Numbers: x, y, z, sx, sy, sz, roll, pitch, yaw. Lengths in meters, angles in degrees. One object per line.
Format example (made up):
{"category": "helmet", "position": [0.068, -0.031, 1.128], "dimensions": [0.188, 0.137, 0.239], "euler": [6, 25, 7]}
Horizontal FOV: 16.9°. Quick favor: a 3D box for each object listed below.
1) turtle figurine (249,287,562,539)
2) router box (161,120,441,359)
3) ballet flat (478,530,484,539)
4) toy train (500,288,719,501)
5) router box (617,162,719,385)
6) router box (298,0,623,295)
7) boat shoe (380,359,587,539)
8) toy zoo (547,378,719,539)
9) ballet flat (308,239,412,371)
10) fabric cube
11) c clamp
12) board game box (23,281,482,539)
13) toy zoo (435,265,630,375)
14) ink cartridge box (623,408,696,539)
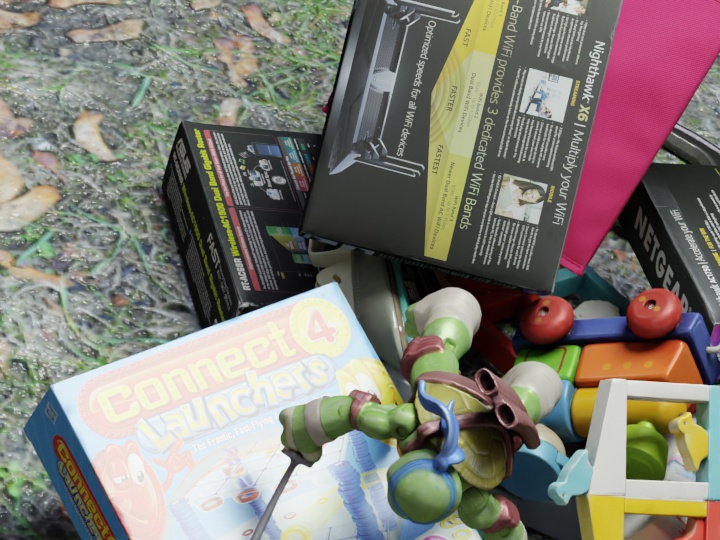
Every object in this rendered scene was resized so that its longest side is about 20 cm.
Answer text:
{"category": "turtle figurine", "position": [0.028, 0.110, 1.326], "dimensions": [0.143, 0.201, 0.194], "euler": [14, 30, 13]}
{"category": "router box", "position": [-0.039, -0.013, 1.624], "dimensions": [0.149, 0.062, 0.200], "euler": [5, 38, -22]}
{"category": "ballet flat", "position": [-0.012, 0.125, 1.465], "dimensions": [0.199, 0.068, 0.075], "euler": [18, 13, -13]}
{"category": "toy train", "position": [0.178, 0.078, 1.435], "dimensions": [0.199, 0.085, 0.116], "euler": [-4, 43, 28]}
{"category": "router box", "position": [0.268, 0.000, 1.605], "dimensions": [0.148, 0.051, 0.200], "euler": [2, 33, -13]}
{"category": "router box", "position": [0.061, -0.099, 1.463], "dimensions": [0.156, 0.201, 0.052], "euler": [14, -2, -3]}
{"category": "boat shoe", "position": [0.077, 0.101, 1.523], "dimensions": [0.199, 0.070, 0.066], "euler": [23, 36, 2]}
{"category": "toy zoo", "position": [0.200, 0.131, 1.384], "dimensions": [0.199, 0.132, 0.020], "euler": [4, -6, -17]}
{"category": "ballet flat", "position": [0.000, 0.000, 1.532], "dimensions": [0.063, 0.068, 0.200], "euler": [-11, 38, 5]}
{"category": "fabric cube", "position": [0.106, -0.137, 1.596], "dimensions": [0.199, 0.200, 0.196], "euler": [31, 5, -5]}
{"category": "c clamp", "position": [0.213, -0.087, 1.885], "dimensions": [0.170, 0.027, 0.200], "euler": [32, 35, 8]}
{"category": "board game box", "position": [-0.055, 0.128, 1.358], "dimensions": [0.199, 0.056, 0.196], "euler": [-20, 72, -32]}
{"category": "toy zoo", "position": [0.115, 0.020, 1.680], "dimensions": [0.131, 0.021, 0.200], "euler": [-18, 49, -41]}
{"category": "ink cartridge box", "position": [0.203, 0.172, 1.457], "dimensions": [0.116, 0.067, 0.200], "euler": [46, 35, -9]}
